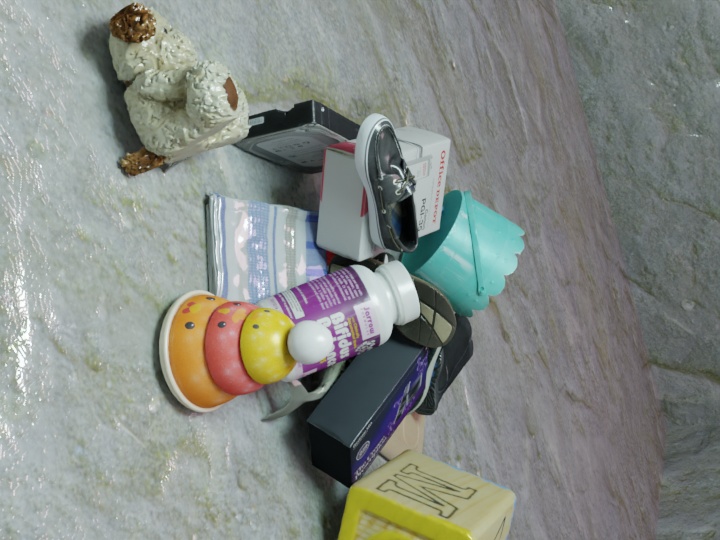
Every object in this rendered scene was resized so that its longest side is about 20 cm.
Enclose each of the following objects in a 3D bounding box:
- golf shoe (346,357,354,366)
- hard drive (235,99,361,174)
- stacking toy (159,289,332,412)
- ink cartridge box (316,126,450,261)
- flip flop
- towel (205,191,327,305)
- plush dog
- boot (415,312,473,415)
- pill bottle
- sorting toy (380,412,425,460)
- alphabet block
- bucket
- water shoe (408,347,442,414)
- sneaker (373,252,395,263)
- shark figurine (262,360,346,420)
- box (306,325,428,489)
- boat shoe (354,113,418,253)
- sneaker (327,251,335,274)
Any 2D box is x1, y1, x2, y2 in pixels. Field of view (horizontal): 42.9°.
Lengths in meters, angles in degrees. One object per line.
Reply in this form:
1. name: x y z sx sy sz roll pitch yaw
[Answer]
1. golf shoe: -0.012 0.102 1.403 0.088 0.077 0.201 -10 92 -57
2. hard drive: -0.072 -0.183 1.294 0.200 0.139 0.038 14 70 -62
3. stacking toy: -0.119 0.086 1.064 0.146 0.199 0.147 28 58 -58
4. ink cartridge box: 0.035 -0.113 1.293 0.200 0.082 0.147 -23 126 -48
5. flip flop: 0.046 0.035 1.283 0.081 0.199 0.058 -63 171 8
6. towel: -0.120 -0.022 1.223 0.199 0.024 0.148 7 77 -44
7. plush dog: -0.227 -0.216 1.048 0.200 0.160 0.173 -97 162 -89
8. boot: 0.148 0.132 1.597 0.200 0.065 0.166 -43 144 -50
9. pill bottle: -0.028 0.059 1.189 0.112 0.199 0.113 159 -90 -77
10. sorting toy: 0.064 0.224 1.562 0.185 0.036 0.201 46 48 -48
11. alphabet block: 0.091 0.401 1.330 0.200 0.195 0.197 -9 112 -63
12. bucket: 0.176 -0.034 1.616 0.134 0.207 0.208 33 47 -16
13. water shoe: 0.094 0.144 1.434 0.079 0.071 0.201 -39 158 -55
14. sneaker: 0.044 0.071 1.496 0.080 0.074 0.201 7 82 -27
15. shark figurine: -0.060 0.144 1.302 0.128 0.090 0.215 31 38 -15
16. box: 0.014 0.188 1.301 0.200 0.079 0.142 -50 154 -29
17. boat shoe: 0.042 -0.104 1.172 0.070 0.066 0.201 -37 136 -36
18. sneaker: 0.000 0.000 1.366 0.199 0.078 0.116 23 42 -16
